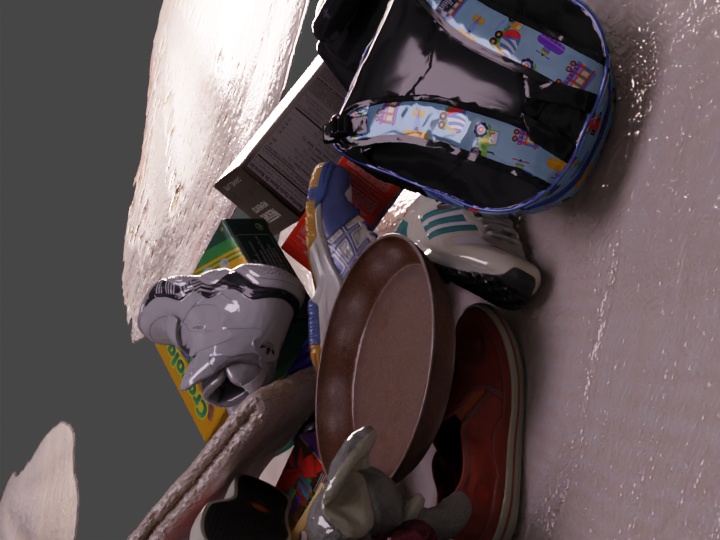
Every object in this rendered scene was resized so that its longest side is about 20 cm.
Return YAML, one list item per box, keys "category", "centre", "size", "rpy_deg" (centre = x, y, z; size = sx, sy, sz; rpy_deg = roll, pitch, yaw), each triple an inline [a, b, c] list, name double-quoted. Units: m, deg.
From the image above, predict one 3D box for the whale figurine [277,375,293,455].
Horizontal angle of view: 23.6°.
- category: "whale figurine"
  centre: [-0.087, 0.097, 1.681]
  size: [0.160, 0.103, 0.201]
  rpy_deg: [-95, 18, -50]

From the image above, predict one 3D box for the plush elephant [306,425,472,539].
- category: "plush elephant"
  centre: [0.023, 0.198, 1.141]
  size: [0.165, 0.198, 0.156]
  rpy_deg: [116, 156, -53]

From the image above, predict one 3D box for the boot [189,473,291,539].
- category: "boot"
  centre: [-0.112, 0.249, 1.337]
  size: [0.145, 0.072, 0.200]
  rpy_deg: [-64, -2, 6]

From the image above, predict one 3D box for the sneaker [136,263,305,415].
- category: "sneaker"
  centre: [-0.135, 0.065, 1.477]
  size: [0.199, 0.075, 0.116]
  rpy_deg: [-14, 53, 45]

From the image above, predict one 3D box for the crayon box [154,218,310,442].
- category: "crayon box"
  centre: [-0.123, 0.067, 1.591]
  size: [0.126, 0.051, 0.201]
  rpy_deg: [57, 132, 32]

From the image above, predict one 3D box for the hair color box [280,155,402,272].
- category: "hair color box"
  centre: [0.012, -0.086, 1.534]
  size: [0.200, 0.061, 0.102]
  rpy_deg: [-52, 0, 43]

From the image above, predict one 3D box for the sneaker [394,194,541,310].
- category: "sneaker"
  centre: [0.087, -0.034, 1.328]
  size: [0.094, 0.070, 0.200]
  rpy_deg: [-62, 23, -3]

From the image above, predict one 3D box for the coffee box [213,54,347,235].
- category: "coffee box"
  centre: [-0.042, -0.140, 1.656]
  size: [0.200, 0.080, 0.114]
  rpy_deg: [-53, 9, -15]

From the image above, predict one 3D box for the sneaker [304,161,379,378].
- category: "sneaker"
  centre: [0.000, 0.000, 1.433]
  size: [0.075, 0.087, 0.201]
  rpy_deg: [74, -170, -64]

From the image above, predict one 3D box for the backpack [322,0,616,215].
- category: "backpack"
  centre: [0.101, -0.125, 1.245]
  size: [0.199, 0.134, 0.184]
  rpy_deg: [25, 92, 36]

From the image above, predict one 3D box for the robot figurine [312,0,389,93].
- category: "robot figurine"
  centre: [0.035, -0.245, 1.524]
  size: [0.200, 0.124, 0.151]
  rpy_deg: [-55, 15, 45]

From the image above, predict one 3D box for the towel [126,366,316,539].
- category: "towel"
  centre: [-0.110, 0.165, 1.449]
  size: [0.200, 0.034, 0.132]
  rpy_deg: [-51, -12, 21]

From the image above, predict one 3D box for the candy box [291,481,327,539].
- category: "candy box"
  centre: [0.001, 0.271, 1.289]
  size: [0.116, 0.055, 0.201]
  rpy_deg: [-60, 39, 33]

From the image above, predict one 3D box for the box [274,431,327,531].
- category: "box"
  centre: [-0.035, 0.253, 1.427]
  size: [0.137, 0.039, 0.201]
  rpy_deg: [44, 124, 34]

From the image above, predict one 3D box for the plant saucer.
- category: "plant saucer"
  centre: [0.021, 0.074, 1.281]
  size: [0.200, 0.034, 0.202]
  rpy_deg: [-42, 42, 54]

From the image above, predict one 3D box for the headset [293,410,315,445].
- category: "headset"
  centre: [-0.038, 0.176, 1.507]
  size: [0.200, 0.094, 0.124]
  rpy_deg: [-43, 35, 40]

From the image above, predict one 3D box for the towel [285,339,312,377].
- category: "towel"
  centre: [-0.007, 0.039, 1.539]
  size: [0.148, 0.049, 0.200]
  rpy_deg: [-64, 15, -16]

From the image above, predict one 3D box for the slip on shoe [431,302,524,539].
- category: "slip on shoe"
  centre: [0.080, 0.108, 1.255]
  size: [0.074, 0.061, 0.201]
  rpy_deg: [125, 154, -52]
